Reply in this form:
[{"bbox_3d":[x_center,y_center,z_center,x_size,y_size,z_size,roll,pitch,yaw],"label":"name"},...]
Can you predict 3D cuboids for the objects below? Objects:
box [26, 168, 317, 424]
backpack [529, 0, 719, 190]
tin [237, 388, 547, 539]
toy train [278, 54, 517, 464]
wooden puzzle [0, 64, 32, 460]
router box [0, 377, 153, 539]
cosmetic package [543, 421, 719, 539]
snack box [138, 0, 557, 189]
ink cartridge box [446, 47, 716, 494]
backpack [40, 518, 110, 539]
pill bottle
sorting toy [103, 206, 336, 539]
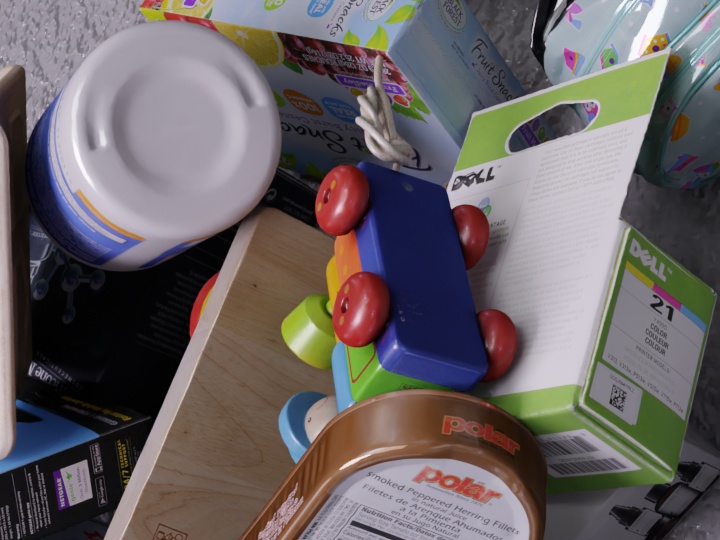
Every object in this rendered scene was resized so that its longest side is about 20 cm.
[{"bbox_3d":[-0.144,-0.004,1.081,0.148,0.107,0.200,30,92,40],"label":"box"},{"bbox_3d":[0.186,-0.143,0.861,0.200,0.167,0.127,-48,56,20],"label":"backpack"},{"bbox_3d":[0.010,0.134,0.777,0.200,0.112,0.042,-55,23,37],"label":"tin"},{"bbox_3d":[0.000,0.000,0.818,0.116,0.084,0.200,-53,32,36],"label":"toy train"},{"bbox_3d":[-0.212,-0.012,0.927,0.200,0.046,0.186,-120,31,-73],"label":"wooden puzzle"},{"bbox_3d":[-0.231,0.110,0.955,0.200,0.149,0.051,9,111,48],"label":"router box"},{"bbox_3d":[0.096,0.152,0.856,0.200,0.082,0.051,-50,50,11],"label":"cosmetic package"},{"bbox_3d":[-0.005,-0.114,0.976,0.200,0.169,0.068,18,70,39],"label":"snack box"},{"bbox_3d":[0.101,0.004,0.826,0.148,0.076,0.200,-14,49,50],"label":"ink cartridge box"},{"bbox_3d":[-0.191,0.224,0.971,0.147,0.183,0.200,-49,51,16],"label":"backpack"},{"bbox_3d":[-0.122,-0.059,0.901,0.200,0.112,0.112,163,123,-69],"label":"pill bottle"},{"bbox_3d":[-0.025,0.093,0.903,0.070,0.200,0.199,10,75,60],"label":"sorting toy"}]
